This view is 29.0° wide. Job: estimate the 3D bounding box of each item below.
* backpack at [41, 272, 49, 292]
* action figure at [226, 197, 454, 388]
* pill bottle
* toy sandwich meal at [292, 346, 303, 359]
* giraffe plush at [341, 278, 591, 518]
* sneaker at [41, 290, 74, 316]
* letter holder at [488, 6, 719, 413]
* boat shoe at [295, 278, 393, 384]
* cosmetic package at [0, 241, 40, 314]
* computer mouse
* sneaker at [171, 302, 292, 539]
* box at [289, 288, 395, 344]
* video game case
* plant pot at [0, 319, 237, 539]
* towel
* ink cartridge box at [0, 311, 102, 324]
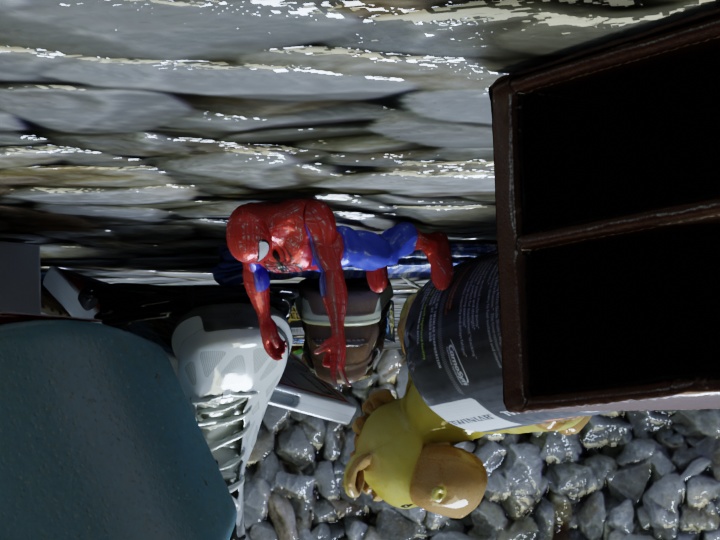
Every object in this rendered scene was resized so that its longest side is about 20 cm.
[{"bbox_3d":[-0.283,0.085,1.065,0.199,0.183,0.134,-11,-172,-24],"label":"backpack"},{"bbox_3d":[-0.013,0.015,0.717,0.065,0.099,0.200,-5,171,26],"label":"action figure"},{"bbox_3d":[0.113,0.030,0.771,0.106,0.107,0.200,2,169,-25],"label":"pill bottle"},{"bbox_3d":[-0.133,0.137,2.169,0.204,0.071,0.205,-1,175,0],"label":"toy sandwich meal"},{"bbox_3d":[0.059,0.111,1.041,0.172,0.162,0.200,30,179,-38],"label":"giraffe plush"},{"bbox_3d":[-0.194,0.089,0.999,0.200,0.113,0.071,24,-174,-14],"label":"sneaker"},{"bbox_3d":[0.160,-0.012,0.409,0.199,0.101,0.142,3,172,-33],"label":"letter holder"},{"bbox_3d":[-0.015,0.045,1.032,0.074,0.075,0.202,-1,-176,6],"label":"boat shoe"},{"bbox_3d":[-0.311,0.007,0.809,0.150,0.052,0.200,-8,171,34],"label":"cosmetic package"},{"bbox_3d":[-0.112,0.033,0.921,0.140,0.046,0.200,1,178,-3],"label":"computer mouse"},{"bbox_3d":[-0.080,0.105,0.854,0.075,0.116,0.201,1,151,-12],"label":"sneaker"},{"bbox_3d":[-0.076,0.045,1.285,0.198,0.050,0.200,-1,175,9],"label":"box"},{"bbox_3d":[-0.114,0.054,0.996,0.200,0.017,0.143,20,-171,-38],"label":"video game case"},{"bbox_3d":[-0.190,0.134,0.771,0.200,0.196,0.196,-22,174,-45],"label":"plant pot"},{"bbox_3d":[0.000,0.000,0.933,0.199,0.024,0.145,0,176,-5],"label":"towel"},{"bbox_3d":[-0.268,0.050,0.765,0.199,0.047,0.160,-5,174,28],"label":"ink cartridge box"}]
